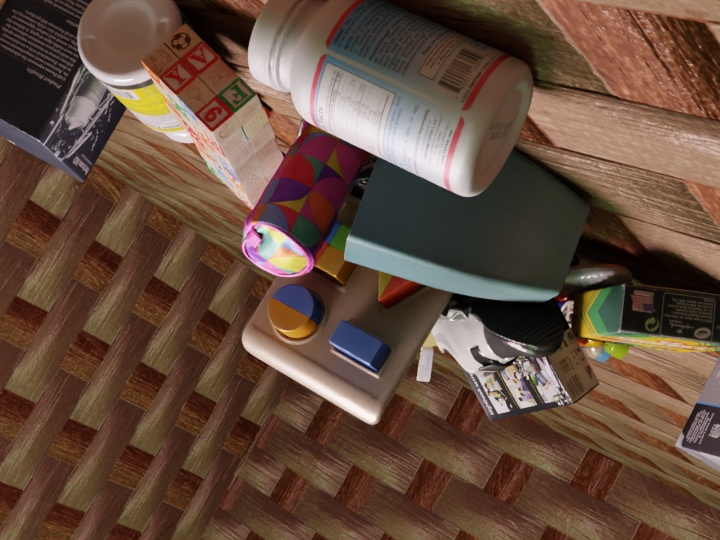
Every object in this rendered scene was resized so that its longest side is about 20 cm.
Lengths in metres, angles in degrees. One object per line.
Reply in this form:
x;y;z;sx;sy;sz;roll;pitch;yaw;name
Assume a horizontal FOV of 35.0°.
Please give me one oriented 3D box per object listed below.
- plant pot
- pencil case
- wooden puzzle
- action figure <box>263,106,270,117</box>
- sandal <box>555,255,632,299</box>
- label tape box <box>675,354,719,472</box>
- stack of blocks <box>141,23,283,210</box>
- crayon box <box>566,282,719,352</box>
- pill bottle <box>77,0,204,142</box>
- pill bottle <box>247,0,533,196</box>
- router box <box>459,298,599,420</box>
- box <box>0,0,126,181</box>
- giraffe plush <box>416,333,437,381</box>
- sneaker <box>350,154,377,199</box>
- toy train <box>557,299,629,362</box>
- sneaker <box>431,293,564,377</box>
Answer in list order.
0.102;-0.048;1.084;0.199;0.142;0.141;21;173;0;plant pot
-0.053;-0.089;1.175;0.088;0.200;0.089;15;144;11;pencil case
-0.013;0.030;1.181;0.185;0.200;0.046;27;177;26;wooden puzzle
-0.157;-0.194;1.465;0.065;0.052;0.200;37;170;-13;action figure
0.217;-0.006;1.247;0.079;0.059;0.206;14;166;-33;sandal
0.397;0.129;1.076;0.066;0.144;0.200;30;173;-8;label tape box
-0.143;-0.151;1.186;0.115;0.059;0.200;45;171;21;stack of blocks
0.295;0.051;1.168;0.127;0.051;0.200;7;175;-4;crayon box
-0.217;-0.219;1.250;0.114;0.115;0.200;28;173;17;pill bottle
0.020;-0.142;0.858;0.200;0.109;0.109;28;173;18;pill bottle
0.153;0.058;1.245;0.149;0.051;0.200;-25;94;57;router box
-0.348;-0.235;1.333;0.124;0.197;0.200;29;173;5;box
0.110;0.032;1.626;0.172;0.200;0.162;19;-151;-12;giraffe plush
0.012;-0.112;1.276;0.199;0.077;0.076;12;146;18;sneaker
0.292;0.079;1.445;0.115;0.085;0.200;20;174;-8;toy train
0.140;0.070;1.162;0.200;0.074;0.089;19;128;58;sneaker
